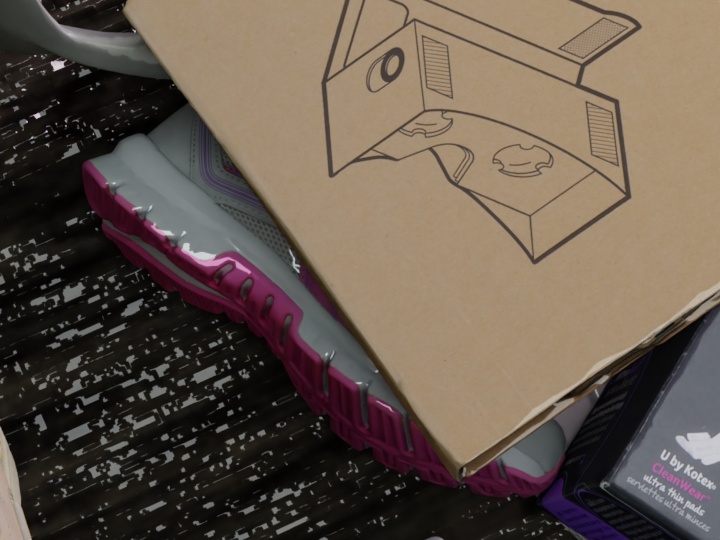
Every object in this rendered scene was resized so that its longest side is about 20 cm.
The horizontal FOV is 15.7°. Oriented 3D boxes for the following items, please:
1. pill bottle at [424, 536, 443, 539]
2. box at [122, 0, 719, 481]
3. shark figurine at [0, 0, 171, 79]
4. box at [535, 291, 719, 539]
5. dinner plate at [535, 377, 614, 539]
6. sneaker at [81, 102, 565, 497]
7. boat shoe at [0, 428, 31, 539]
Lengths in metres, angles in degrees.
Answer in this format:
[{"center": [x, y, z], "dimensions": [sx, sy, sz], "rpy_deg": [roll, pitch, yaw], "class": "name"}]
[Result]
[{"center": [-0.050, 0.162, 0.887], "dimensions": [0.200, 0.104, 0.104], "rpy_deg": [-22, 86, -11], "class": "pill bottle"}, {"center": [0.041, -0.056, 0.860], "dimensions": [0.163, 0.021, 0.200], "rpy_deg": [-34, 74, -4], "class": "box"}, {"center": [-0.031, -0.106, 0.938], "dimensions": [0.214, 0.090, 0.128], "rpy_deg": [-32, 89, -2], "class": "shark figurine"}, {"center": [0.164, 0.023, 0.908], "dimensions": [0.106, 0.122, 0.200], "rpy_deg": [33, 80, -2], "class": "box"}, {"center": [0.143, 0.022, 0.980], "dimensions": [0.200, 0.024, 0.201], "rpy_deg": [1, 83, -8], "class": "dinner plate"}, {"center": [0.000, 0.000, 0.926], "dimensions": [0.200, 0.081, 0.088], "rpy_deg": [40, 75, 4], "class": "sneaker"}, {"center": [-0.136, 0.103, 0.845], "dimensions": [0.072, 0.065, 0.200], "rpy_deg": [-14, 43, -2], "class": "boat shoe"}]
